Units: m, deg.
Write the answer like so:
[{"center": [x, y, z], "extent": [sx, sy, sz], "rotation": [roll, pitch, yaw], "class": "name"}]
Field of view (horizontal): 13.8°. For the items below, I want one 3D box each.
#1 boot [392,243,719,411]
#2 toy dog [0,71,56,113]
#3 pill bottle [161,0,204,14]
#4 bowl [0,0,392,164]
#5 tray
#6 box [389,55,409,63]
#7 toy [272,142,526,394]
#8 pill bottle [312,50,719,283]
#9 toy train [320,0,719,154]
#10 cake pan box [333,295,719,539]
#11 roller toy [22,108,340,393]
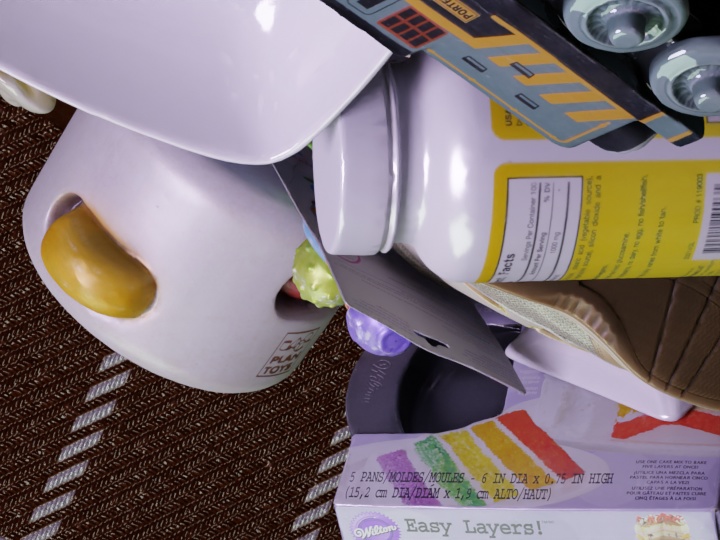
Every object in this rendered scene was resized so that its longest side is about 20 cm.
[{"center": [0.100, 0.001, 1.418], "extent": [0.199, 0.072, 0.155], "rotation": [26, 178, -13], "class": "boot"}, {"center": [-0.188, -0.166, 1.773], "extent": [0.199, 0.140, 0.194], "rotation": [24, 163, 14], "class": "toy dog"}, {"center": [-0.106, -0.160, 1.292], "extent": [0.200, 0.106, 0.106], "rotation": [37, 175, -3], "class": "pill bottle"}, {"center": [-0.068, -0.151, 1.164], "extent": [0.199, 0.075, 0.200], "rotation": [24, 133, -17], "class": "bowl"}, {"center": [0.170, -0.007, 1.495], "extent": [0.107, 0.200, 0.022], "rotation": [22, 141, 34], "class": "tray"}, {"center": [0.081, -0.090, 1.453], "extent": [0.163, 0.086, 0.200], "rotation": [28, 175, -36], "class": "box"}, {"center": [0.000, 0.000, 1.496], "extent": [0.115, 0.047, 0.200], "rotation": [26, -158, -30], "class": "toy"}, {"center": [0.083, -0.052, 1.264], "extent": [0.199, 0.113, 0.112], "rotation": [-1, 180, -9], "class": "pill bottle"}, {"center": [0.070, -0.107, 1.101], "extent": [0.114, 0.086, 0.200], "rotation": [-22, 144, 35], "class": "toy train"}, {"center": [0.094, 0.070, 1.481], "extent": [0.199, 0.185, 0.052], "rotation": [0, 129, 17], "class": "cake pan box"}, {"center": [-0.089, -0.026, 1.653], "extent": [0.182, 0.140, 0.200], "rotation": [25, -154, -20], "class": "roller toy"}]
